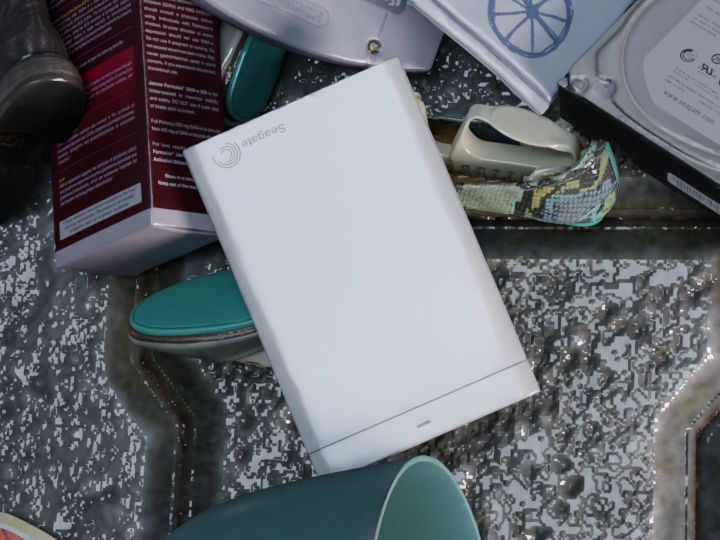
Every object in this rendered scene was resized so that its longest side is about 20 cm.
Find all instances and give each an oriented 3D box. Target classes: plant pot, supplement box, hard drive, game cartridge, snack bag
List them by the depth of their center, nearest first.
[{"bbox_3d":[-0.033,0.204,0.974,0.160,0.200,0.202,-7,77,21],"label":"plant pot"},{"bbox_3d":[0.000,0.000,1.024,0.131,0.027,0.201,-23,86,2],"label":"hard drive"},{"bbox_3d":[0.224,-0.126,1.026,0.140,0.038,0.200,37,70,26],"label":"hard drive"},{"bbox_3d":[0.084,-0.217,1.070,0.200,0.021,0.189,40,69,0],"label":"snack bag"},{"bbox_3d":[-0.031,-0.196,1.075,0.199,0.040,0.134,21,85,-24],"label":"game cartridge"},{"bbox_3d":[-0.135,-0.107,1.097,0.109,0.061,0.201,-19,71,48],"label":"supplement box"}]

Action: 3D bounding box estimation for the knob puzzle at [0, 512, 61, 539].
[{"bbox_3d":[-0.238,0.228,1.089,0.218,0.030,0.221,-2,78,11],"label":"knob puzzle"}]

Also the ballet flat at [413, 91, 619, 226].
[{"bbox_3d":[0.051,-0.072,1.071,0.199,0.074,0.075,4,79,9],"label":"ballet flat"}]

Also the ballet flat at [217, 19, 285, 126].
[{"bbox_3d":[-0.055,-0.184,1.126,0.069,0.069,0.201,27,85,15],"label":"ballet flat"}]

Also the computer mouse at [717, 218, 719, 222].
[{"bbox_3d":[0.276,-0.006,1.022,0.200,0.053,0.139,41,84,15],"label":"computer mouse"}]

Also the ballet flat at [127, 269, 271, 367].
[{"bbox_3d":[-0.035,0.025,1.075,0.199,0.064,0.068,-18,31,7],"label":"ballet flat"}]

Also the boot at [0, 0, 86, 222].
[{"bbox_3d":[-0.239,-0.132,1.138,0.200,0.069,0.175,-39,55,30],"label":"boot"}]
